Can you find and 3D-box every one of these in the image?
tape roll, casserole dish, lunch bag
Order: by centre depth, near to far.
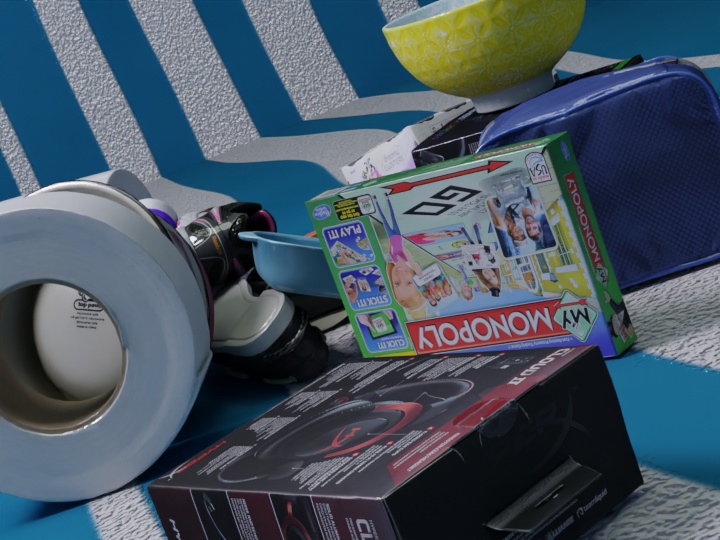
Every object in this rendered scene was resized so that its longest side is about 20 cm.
[{"bbox_3d":[-0.203,0.051,1.019,0.201,0.204,0.071,-20,10,5],"label":"tape roll"},{"bbox_3d":[0.180,-0.069,1.057,0.198,0.137,0.132,-18,12,10],"label":"lunch bag"},{"bbox_3d":[0.005,0.001,1.129,0.198,0.039,0.121,7,4,-11],"label":"casserole dish"}]

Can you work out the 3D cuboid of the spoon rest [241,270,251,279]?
[{"bbox_3d":[-0.121,0.010,1.432,0.199,0.061,0.099,-27,13,-27],"label":"spoon rest"}]

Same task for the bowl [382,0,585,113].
[{"bbox_3d":[0.131,-0.213,1.422,0.199,0.108,0.200,-20,12,4],"label":"bowl"}]

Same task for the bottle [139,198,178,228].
[{"bbox_3d":[-0.187,0.023,1.260,0.083,0.066,0.201,-8,43,8],"label":"bottle"}]

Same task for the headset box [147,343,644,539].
[{"bbox_3d":[0.020,0.099,0.696,0.148,0.076,0.199,-30,14,-39],"label":"headset box"}]

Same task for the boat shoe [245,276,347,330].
[{"bbox_3d":[0.001,0.000,1.257,0.200,0.064,0.074,-21,8,-11],"label":"boat shoe"}]

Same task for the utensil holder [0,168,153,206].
[{"bbox_3d":[-0.322,-0.006,1.612,0.198,0.171,0.170,-15,12,15],"label":"utensil holder"}]

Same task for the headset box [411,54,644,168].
[{"bbox_3d":[0.178,-0.118,1.412,0.199,0.093,0.174,-14,13,31],"label":"headset box"}]

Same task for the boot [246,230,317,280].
[{"bbox_3d":[-0.012,-0.020,1.352,0.199,0.076,0.107,-22,6,-1],"label":"boot"}]

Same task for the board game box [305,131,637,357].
[{"bbox_3d":[0.065,-0.002,0.950,0.199,0.136,0.029,-11,14,42],"label":"board game box"}]

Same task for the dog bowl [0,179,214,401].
[{"bbox_3d":[-0.198,0.036,1.131,0.199,0.202,0.074,-16,-10,24],"label":"dog bowl"}]

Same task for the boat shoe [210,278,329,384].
[{"bbox_3d":[-0.082,0.050,1.168,0.074,0.060,0.200,-52,19,-17],"label":"boat shoe"}]

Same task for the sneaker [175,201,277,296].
[{"bbox_3d":[-0.107,-0.022,1.283,0.086,0.081,0.200,-24,9,7],"label":"sneaker"}]

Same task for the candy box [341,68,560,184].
[{"bbox_3d":[0.104,-0.135,1.619,0.199,0.072,0.168,-26,1,-27],"label":"candy box"}]
